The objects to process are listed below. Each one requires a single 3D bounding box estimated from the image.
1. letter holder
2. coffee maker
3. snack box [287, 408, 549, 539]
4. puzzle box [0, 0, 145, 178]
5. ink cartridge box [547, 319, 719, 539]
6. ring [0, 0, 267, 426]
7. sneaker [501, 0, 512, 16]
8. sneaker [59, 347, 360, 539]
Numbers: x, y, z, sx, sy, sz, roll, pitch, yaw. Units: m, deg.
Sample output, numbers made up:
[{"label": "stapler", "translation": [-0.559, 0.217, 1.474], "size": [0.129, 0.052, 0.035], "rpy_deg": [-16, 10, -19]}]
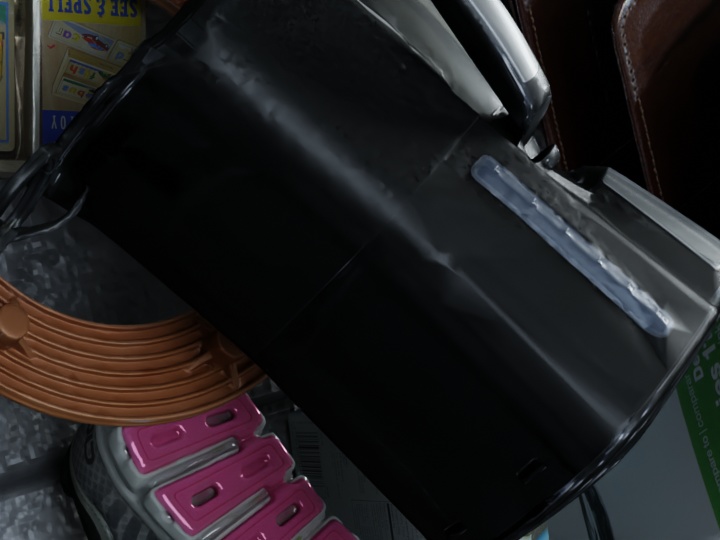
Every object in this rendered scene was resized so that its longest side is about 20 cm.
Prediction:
[{"label": "letter holder", "translation": [0.159, -0.116, 1.005], "size": [0.200, 0.101, 0.142], "rpy_deg": [-38, 129, -28]}, {"label": "coffee maker", "translation": [0.000, 0.000, 0.918], "size": [0.200, 0.135, 0.192], "rpy_deg": [43, 73, -1]}, {"label": "snack box", "translation": [0.031, 0.147, 1.037], "size": [0.037, 0.116, 0.200], "rpy_deg": [-10, 93, -32]}, {"label": "puzzle box", "translation": [-0.167, -0.099, 0.977], "size": [0.200, 0.025, 0.133], "rpy_deg": [1, 88, -33]}, {"label": "ink cartridge box", "translation": [0.151, 0.085, 1.064], "size": [0.146, 0.200, 0.083], "rpy_deg": [1, 63, -33]}, {"label": "ring", "translation": [-0.089, -0.044, 0.969], "size": [0.200, 0.019, 0.201], "rpy_deg": [12, 66, -28]}, {"label": "sneaker", "translation": [0.032, -0.102, 1.077], "size": [0.077, 0.078, 0.200], "rpy_deg": [-9, 92, -39]}, {"label": "sneaker", "translation": [-0.041, 0.121, 1.006], "size": [0.074, 0.087, 0.200], "rpy_deg": [-39, 98, -33]}]
